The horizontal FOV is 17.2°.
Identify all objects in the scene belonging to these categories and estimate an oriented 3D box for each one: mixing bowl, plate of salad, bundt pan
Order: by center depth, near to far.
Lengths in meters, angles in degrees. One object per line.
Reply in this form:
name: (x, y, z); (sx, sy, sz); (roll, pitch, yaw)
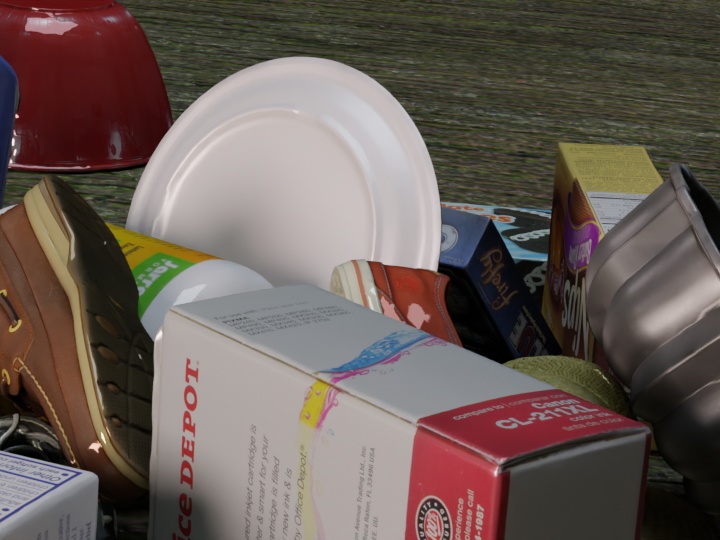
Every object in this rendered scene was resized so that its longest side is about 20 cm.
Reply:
bundt pan: (0.171, 0.052, 1.107); (0.076, 0.202, 0.202); (-32, 12, 13)
plate of salad: (-0.039, -0.010, 1.226); (0.200, 0.201, 0.048); (17, 0, 35)
mixing bowl: (-0.231, -0.149, 1.756); (0.199, 0.109, 0.200); (4, 18, -1)

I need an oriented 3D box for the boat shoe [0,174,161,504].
boat shoe: (-0.131, 0.039, 1.058); (0.067, 0.072, 0.200); (-36, 39, 9)

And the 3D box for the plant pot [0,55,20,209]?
plant pot: (-0.301, -0.062, 1.323); (0.179, 0.201, 0.200); (3, 15, -28)

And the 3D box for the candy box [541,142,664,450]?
candy box: (0.141, 0.010, 1.314); (0.056, 0.117, 0.200); (3, 18, -2)

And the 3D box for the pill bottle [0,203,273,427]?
pill bottle: (-0.104, 0.041, 1.161); (0.200, 0.111, 0.111); (16, 21, 34)

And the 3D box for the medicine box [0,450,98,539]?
medicine box: (-0.222, 0.130, 0.860); (0.182, 0.103, 0.200); (11, 19, 22)

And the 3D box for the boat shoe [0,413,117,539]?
boat shoe: (-0.141, 0.097, 1.055); (0.073, 0.062, 0.200); (0, 18, -13)

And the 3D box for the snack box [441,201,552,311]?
snack box: (0.049, -0.013, 1.498); (0.199, 0.037, 0.116); (5, 17, 1)

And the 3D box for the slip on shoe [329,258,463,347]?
slip on shoe: (0.034, 0.075, 1.040); (0.061, 0.074, 0.200); (-6, 50, -12)

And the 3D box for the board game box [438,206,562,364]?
board game box: (0.000, 0.000, 1.309); (0.199, 0.136, 0.035); (15, 64, 31)

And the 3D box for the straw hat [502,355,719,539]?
straw hat: (0.087, 0.086, 1.106); (0.200, 0.085, 0.201); (4, 18, -1)

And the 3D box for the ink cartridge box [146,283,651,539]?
ink cartridge box: (0.008, 0.102, 0.931); (0.083, 0.146, 0.200); (-11, 23, -39)
